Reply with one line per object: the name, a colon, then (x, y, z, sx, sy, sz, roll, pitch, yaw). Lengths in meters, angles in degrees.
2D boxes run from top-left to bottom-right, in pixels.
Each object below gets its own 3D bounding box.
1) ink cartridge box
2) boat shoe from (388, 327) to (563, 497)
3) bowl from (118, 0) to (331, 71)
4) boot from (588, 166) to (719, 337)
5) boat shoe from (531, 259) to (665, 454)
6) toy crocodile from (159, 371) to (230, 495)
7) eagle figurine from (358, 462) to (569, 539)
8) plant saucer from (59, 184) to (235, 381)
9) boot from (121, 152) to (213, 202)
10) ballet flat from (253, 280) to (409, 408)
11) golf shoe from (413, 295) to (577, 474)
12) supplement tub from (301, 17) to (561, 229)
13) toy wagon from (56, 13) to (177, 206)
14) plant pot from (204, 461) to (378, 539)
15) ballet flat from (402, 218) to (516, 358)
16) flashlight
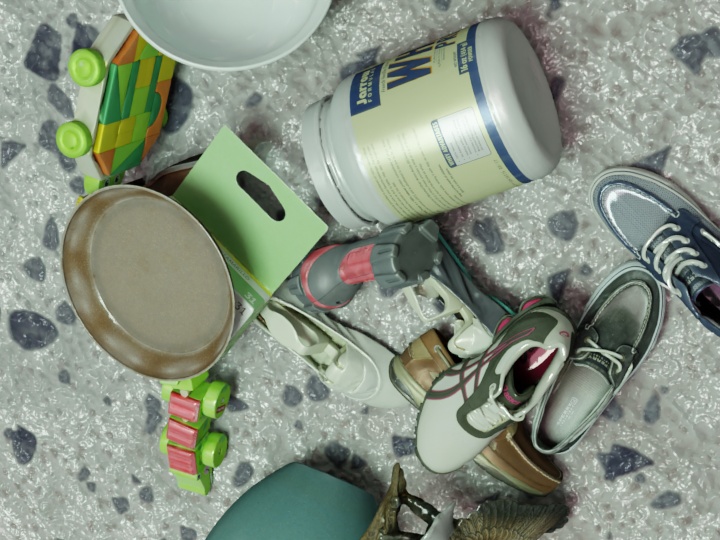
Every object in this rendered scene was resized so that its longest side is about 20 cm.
ink cartridge box: (-0.143, -0.018, 1.158, 0.146, 0.048, 0.200, 44, 124, 4)
boat shoe: (0.120, 0.135, 1.156, 0.200, 0.076, 0.074, 40, 104, -1)
bowl: (-0.124, -0.265, 1.103, 0.200, 0.090, 0.203, 1, 81, -5)
boot: (0.280, -0.015, 1.042, 0.200, 0.090, 0.073, 37, 115, 7)
boat shoe: (0.219, 0.086, 1.094, 0.072, 0.071, 0.201, 27, 101, 11)
toy crocodile: (-0.182, 0.166, 1.271, 0.067, 0.062, 0.201, 17, 128, 14)
eagle figurine: (0.100, 0.266, 1.133, 0.199, 0.151, 0.152, 30, 128, -11)
plant saucer: (-0.200, 0.009, 1.152, 0.199, 0.032, 0.201, 11, 117, 23)
boot: (-0.164, -0.011, 1.229, 0.186, 0.064, 0.201, -18, 98, 32)
ballet flat: (-0.036, 0.082, 1.204, 0.200, 0.069, 0.070, 37, 114, 7)
golf shoe: (0.114, 0.111, 1.072, 0.077, 0.088, 0.200, 35, 107, -7)
supplement tub: (0.063, -0.124, 1.063, 0.199, 0.145, 0.146, -18, 98, 24)
toy wagon: (-0.232, -0.148, 1.154, 0.039, 0.155, 0.201, 22, 112, 14)
plant pot: (-0.053, 0.274, 1.216, 0.199, 0.200, 0.135, 20, 77, 14)
ballet flat: (0.094, 0.038, 1.137, 0.200, 0.073, 0.073, 48, 115, 6)
flashlight: (0.000, 0.000, 1.108, 0.200, 0.068, 0.068, -11, 90, 63)
